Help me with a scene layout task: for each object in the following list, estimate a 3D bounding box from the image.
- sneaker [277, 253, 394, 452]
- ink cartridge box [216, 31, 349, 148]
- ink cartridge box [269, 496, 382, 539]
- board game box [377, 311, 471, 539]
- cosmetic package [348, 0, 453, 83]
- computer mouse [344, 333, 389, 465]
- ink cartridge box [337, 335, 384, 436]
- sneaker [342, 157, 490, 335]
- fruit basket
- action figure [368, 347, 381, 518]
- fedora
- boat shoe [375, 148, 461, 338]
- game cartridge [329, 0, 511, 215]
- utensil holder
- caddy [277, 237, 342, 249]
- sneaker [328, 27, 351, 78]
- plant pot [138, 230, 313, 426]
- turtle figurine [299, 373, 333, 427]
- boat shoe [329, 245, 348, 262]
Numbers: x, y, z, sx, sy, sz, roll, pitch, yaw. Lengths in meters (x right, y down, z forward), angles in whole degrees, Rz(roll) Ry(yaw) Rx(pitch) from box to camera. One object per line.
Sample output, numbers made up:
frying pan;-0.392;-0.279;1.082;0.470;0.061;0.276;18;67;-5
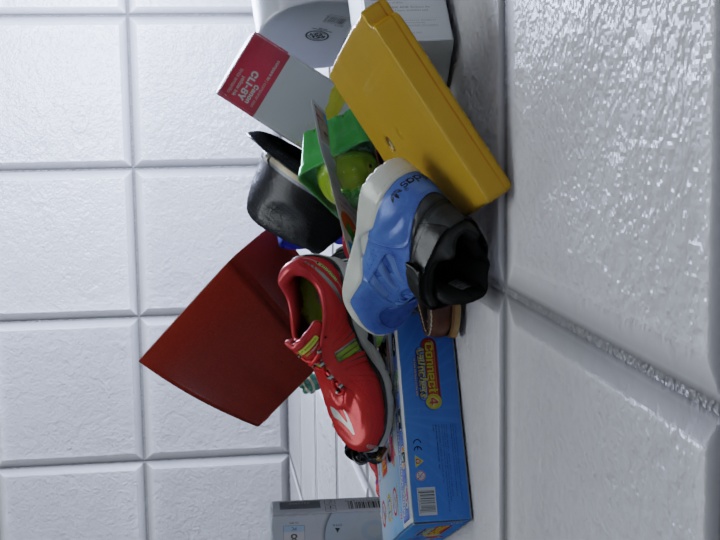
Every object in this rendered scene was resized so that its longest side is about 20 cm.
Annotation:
sneaker;-0.033;0.081;1.159;0.077;0.085;0.200;-29;73;34
ink cartridge box;-0.059;-0.183;1.390;0.084;0.200;0.145;-58;11;4
ink cartridge box;-0.030;0.378;1.498;0.047;0.160;0.201;-117;26;-75
board game box;0.055;0.163;1.209;0.196;0.056;0.201;109;158;-70
cosmetic package;0.033;-0.253;1.174;0.113;0.081;0.200;95;169;-53
computer mouse;-0.007;0.098;1.238;0.110;0.044;0.201;133;132;-80
ink cartridge box;0.003;0.096;1.515;0.148;0.076;0.201;119;147;-75
sneaker;0.049;0.009;1.017;0.111;0.077;0.200;42;146;28
fruit basket;0.016;-0.056;1.222;0.185;0.094;0.200;43;-159;-52
action figure;0.032;0.184;1.362;0.052;0.065;0.201;-3;89;39
fedora;-0.067;-0.079;1.405;0.092;0.200;0.201;-59;14;9
boat shoe;0.051;-0.031;1.141;0.070;0.070;0.201;115;151;-64
game cartridge;0.044;-0.121;1.011;0.177;0.032;0.200;57;168;-1
utensil holder;-0.062;-0.379;1.541;0.170;0.169;0.201;107;158;-68
caddy;-0.046;-0.094;1.595;0.200;0.141;0.105;134;128;-79
sneaker;0.009;-0.254;1.464;0.200;0.077;0.087;161;123;-78
plant pot;-0.139;0.085;1.631;0.200;0.176;0.200;-46;2;20
turtle figurine;-0.043;0.129;1.773;0.150;0.100;0.200;-75;-26;-52
boat shoe;0.000;0.000;1.390;0.200;0.072;0.071;-13;39;53
